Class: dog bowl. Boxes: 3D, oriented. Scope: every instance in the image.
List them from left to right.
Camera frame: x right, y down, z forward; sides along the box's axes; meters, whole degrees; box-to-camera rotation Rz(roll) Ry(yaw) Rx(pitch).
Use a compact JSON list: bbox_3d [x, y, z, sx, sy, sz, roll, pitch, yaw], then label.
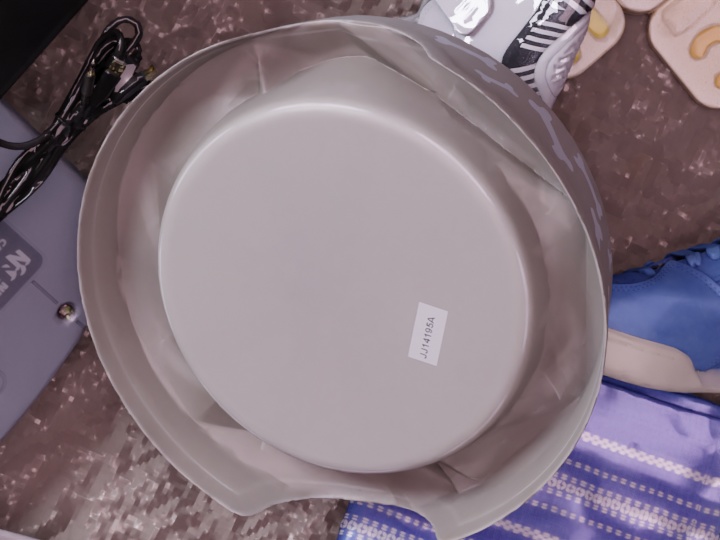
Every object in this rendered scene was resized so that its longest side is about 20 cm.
[{"bbox_3d":[0.000,0.000,1.072,0.199,0.059,0.201,8,115,18],"label":"dog bowl"}]

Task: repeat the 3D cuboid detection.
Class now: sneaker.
[{"bbox_3d":[0.021,-0.085,1.120,0.114,0.075,0.201,20,101,-2],"label":"sneaker"},{"bbox_3d":[0.150,-0.007,1.131,0.199,0.077,0.112,11,96,-10],"label":"sneaker"}]

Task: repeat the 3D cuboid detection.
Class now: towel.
[{"bbox_3d":[0.059,0.125,1.134,0.144,0.024,0.201,20,72,-2],"label":"towel"}]

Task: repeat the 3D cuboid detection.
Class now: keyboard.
[{"bbox_3d":[-0.146,-0.060,1.030,0.200,0.021,0.127,-47,133,5],"label":"keyboard"}]

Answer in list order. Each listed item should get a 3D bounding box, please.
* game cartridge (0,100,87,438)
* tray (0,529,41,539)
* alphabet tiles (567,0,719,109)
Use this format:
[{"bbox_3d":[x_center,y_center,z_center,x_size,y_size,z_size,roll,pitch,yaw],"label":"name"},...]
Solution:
[{"bbox_3d":[-0.184,0.026,1.102,0.200,0.040,0.133,-46,124,-3],"label":"game cartridge"},{"bbox_3d":[-0.202,0.124,1.094,0.200,0.022,0.108,21,105,-42],"label":"tray"},{"bbox_3d":[0.122,-0.171,1.163,0.200,0.015,0.196,-39,93,-2],"label":"alphabet tiles"}]
